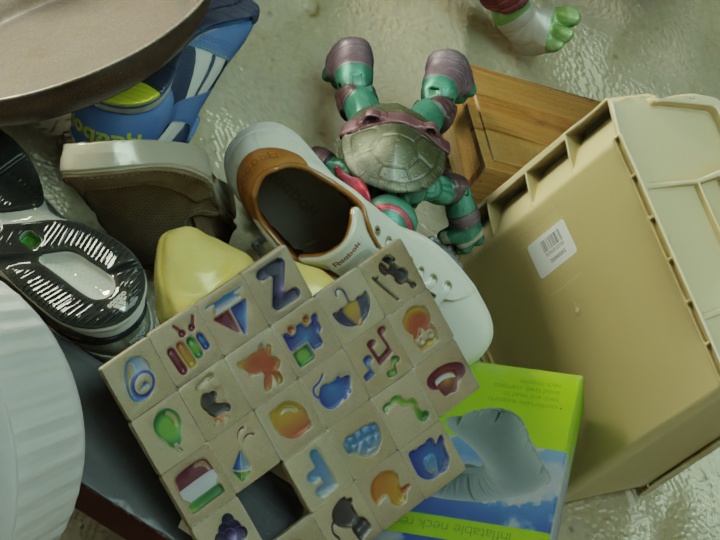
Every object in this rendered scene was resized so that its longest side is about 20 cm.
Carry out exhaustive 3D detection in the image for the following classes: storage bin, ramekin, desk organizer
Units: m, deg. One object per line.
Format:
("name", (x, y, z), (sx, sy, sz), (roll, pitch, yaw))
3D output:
("storage bin", (0.166, 0.019, 1.687), (0.094, 0.200, 0.199), (-10, 70, -36))
("ramekin", (-0.228, 0.084, 1.377), (0.094, 0.202, 0.202), (-16, 74, -52))
("desk organizer", (-0.137, 0.112, 1.497), (0.200, 0.077, 0.072), (34, 54, -17))

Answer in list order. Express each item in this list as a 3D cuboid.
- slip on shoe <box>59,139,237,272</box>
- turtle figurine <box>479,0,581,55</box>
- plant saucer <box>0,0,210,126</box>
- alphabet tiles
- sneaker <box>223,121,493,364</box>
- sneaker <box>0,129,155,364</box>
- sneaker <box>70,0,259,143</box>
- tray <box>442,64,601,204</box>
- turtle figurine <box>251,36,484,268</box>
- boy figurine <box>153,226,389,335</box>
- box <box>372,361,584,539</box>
("slip on shoe", (-0.118, -0.031, 1.550), (0.076, 0.200, 0.061), (-2, 80, 9))
("turtle figurine", (0.096, -0.244, 1.810), (0.194, 0.200, 0.144), (39, 11, -41))
("plant saucer", (-0.173, -0.134, 1.564), (0.200, 0.200, 0.032), (-48, 132, -42))
("alphabet tiles", (-0.028, 0.073, 1.497), (0.200, 0.008, 0.167), (-35, 103, -29))
("sneaker", (0.000, 0.000, 1.584), (0.200, 0.073, 0.085), (39, 9, -18))
("sneaker", (-0.187, 0.002, 1.540), (0.076, 0.115, 0.200), (-40, 58, -18))
("sneaker", (-0.124, -0.118, 1.652), (0.074, 0.082, 0.200), (19, 32, 15))
("tray", (0.148, -0.074, 1.824), (0.200, 0.037, 0.099), (14, 44, -30))
("turtle figurine", (0.017, -0.060, 1.689), (0.150, 0.101, 0.200), (21, 45, -13))
("boy figurine", (-0.045, 0.036, 1.552), (0.200, 0.124, 0.064), (41, 45, -49))
("box", (0.057, 0.145, 1.601), (0.122, 0.048, 0.200), (7, 53, 10))
